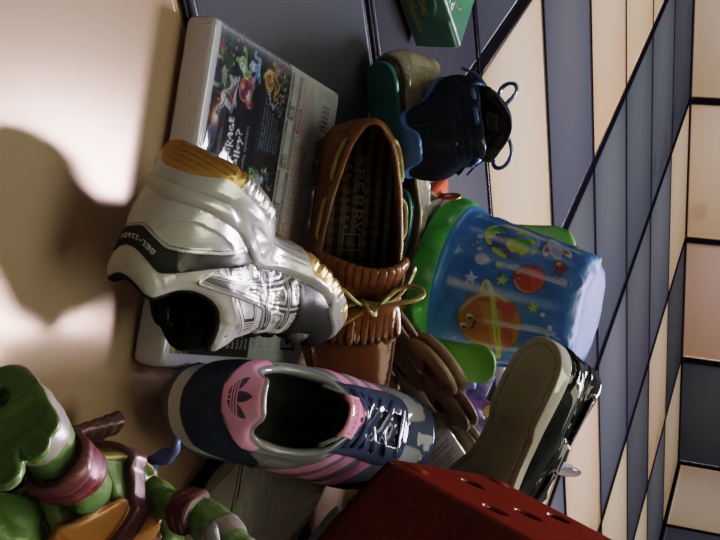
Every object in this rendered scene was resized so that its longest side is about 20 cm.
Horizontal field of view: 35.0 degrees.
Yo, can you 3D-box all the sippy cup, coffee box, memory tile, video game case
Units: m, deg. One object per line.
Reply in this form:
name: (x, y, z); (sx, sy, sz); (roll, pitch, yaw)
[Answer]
sippy cup: (0.121, 0.021, 0.909); (0.178, 0.130, 0.140); (-68, 156, -18)
coffee box: (0.076, -0.304, 0.971); (0.123, 0.044, 0.200); (60, 42, -55)
memory tile: (0.041, 0.088, 0.885); (0.017, 0.153, 0.200); (-38, 139, -14)
video game case: (-0.072, -0.037, 0.721); (0.182, 0.023, 0.200); (15, 83, -68)

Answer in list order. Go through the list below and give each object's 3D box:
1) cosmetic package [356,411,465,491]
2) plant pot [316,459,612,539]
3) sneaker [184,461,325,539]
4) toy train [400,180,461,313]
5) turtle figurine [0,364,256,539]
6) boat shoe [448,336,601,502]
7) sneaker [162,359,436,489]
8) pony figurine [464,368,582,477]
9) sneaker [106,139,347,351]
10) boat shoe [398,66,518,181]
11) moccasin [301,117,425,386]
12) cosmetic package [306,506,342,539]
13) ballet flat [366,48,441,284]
cosmetic package: (0.063, 0.196, 0.903); (0.071, 0.105, 0.200); (-40, 114, -14)
plant pot: (0.065, 0.222, 0.672); (0.200, 0.200, 0.177); (22, 90, -52)
sneaker: (-0.090, 0.179, 0.689); (0.200, 0.072, 0.072); (-49, -175, -39)
toy train: (0.062, 0.014, 1.015); (0.150, 0.056, 0.200); (-41, 133, -58)
turtle figurine: (-0.123, 0.140, 0.492); (0.194, 0.144, 0.200); (56, 42, -53)
boat shoe: (0.109, 0.145, 0.813); (0.066, 0.074, 0.200); (21, 96, -34)
sneaker: (-0.013, 0.094, 0.674); (0.200, 0.082, 0.070); (11, 76, -40)
pony figurine: (0.138, 0.172, 1.157); (0.193, 0.166, 0.200); (51, 34, -70)
sneaker: (-0.075, 0.009, 0.628); (0.088, 0.076, 0.200); (-60, 149, -12)
boat shoe: (0.081, -0.099, 0.845); (0.200, 0.069, 0.084); (-58, 143, -63)
moccasin: (0.002, 0.000, 0.757); (0.078, 0.074, 0.202); (-173, -89, -78)
cosmetic package: (0.000, 0.270, 0.862); (0.113, 0.081, 0.200); (-46, 149, -12)
ballet flat: (0.041, -0.074, 0.909); (0.062, 0.067, 0.200); (-7, 105, -37)
